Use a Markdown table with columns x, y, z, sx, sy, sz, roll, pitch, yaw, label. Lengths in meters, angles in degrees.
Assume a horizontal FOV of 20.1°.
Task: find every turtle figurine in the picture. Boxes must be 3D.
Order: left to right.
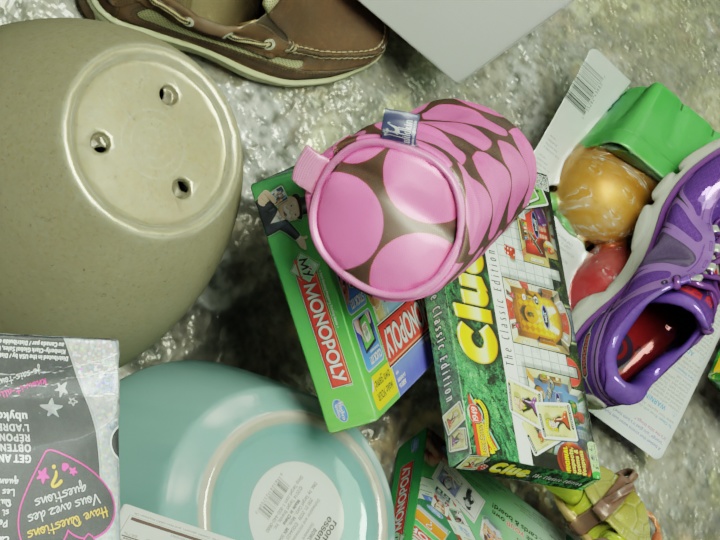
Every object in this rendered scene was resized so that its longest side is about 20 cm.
| x | y | z | sx | sy | sz | roll | pitch | yaw | label |
| --- | --- | --- | --- | --- | --- | --- | --- | --- | --- |
| 0.133 | 0.140 | 1.210 | 0.161 | 0.064 | 0.200 | 48 | 26 | -2 | turtle figurine |

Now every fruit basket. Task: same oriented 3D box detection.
| x | y | z | sx | sy | sz | roll | pitch | yaw | label |
| --- | --- | --- | --- | --- | --- | --- | --- | --- | --- |
| 0.166 | -0.010 | 1.309 | 0.185 | 0.094 | 0.200 | 35 | 77 | -21 | fruit basket |

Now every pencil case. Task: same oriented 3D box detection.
| x | y | z | sx | sy | sz | roll | pitch | yaw | label |
| --- | --- | --- | --- | --- | --- | --- | --- | --- | --- |
| 0.033 | -0.045 | 1.064 | 0.093 | 0.200 | 0.091 | 23 | 103 | 10 | pencil case |

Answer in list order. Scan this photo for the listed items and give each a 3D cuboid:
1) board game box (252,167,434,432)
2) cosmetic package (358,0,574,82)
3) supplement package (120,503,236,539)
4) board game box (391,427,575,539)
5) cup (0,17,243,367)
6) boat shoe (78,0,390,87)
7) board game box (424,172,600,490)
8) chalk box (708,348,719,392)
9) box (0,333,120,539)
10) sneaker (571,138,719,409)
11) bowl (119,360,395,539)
| x | y | z | sx | sy | sz | roll | pitch | yaw | label |
| --- | --- | --- | --- | --- | --- | --- | --- | --- | --- |
| 0.000 | 0.000 | 1.131 | 0.200 | 0.029 | 0.135 | -36 | 109 | -73 | board game box |
| 0.045 | -0.261 | 1.227 | 0.199 | 0.123 | 0.200 | 38 | 46 | -20 | cosmetic package |
| -0.052 | 0.232 | 0.986 | 0.199 | 0.156 | 0.111 | 18 | 25 | 4 | supplement package |
| 0.096 | 0.198 | 1.198 | 0.200 | 0.029 | 0.135 | 38 | 35 | -20 | board game box |
| -0.140 | -0.050 | 1.067 | 0.200 | 0.143 | 0.201 | 8 | 75 | -31 | cup |
| -0.060 | -0.153 | 1.185 | 0.202 | 0.075 | 0.075 | 3 | 77 | -33 | boat shoe |
| 0.081 | 0.024 | 1.178 | 0.105 | 0.023 | 0.201 | 12 | 58 | -36 | board game box |
| 0.344 | 0.083 | 1.354 | 0.200 | 0.124 | 0.125 | 51 | 54 | -33 | chalk box |
| -0.208 | 0.099 | 0.950 | 0.132 | 0.200 | 0.115 | 5 | 77 | -32 | box |
| 0.202 | 0.007 | 1.231 | 0.081 | 0.083 | 0.200 | 40 | 78 | -20 | sneaker |
| -0.061 | 0.139 | 1.097 | 0.200 | 0.105 | 0.202 | 8 | 74 | -31 | bowl |
